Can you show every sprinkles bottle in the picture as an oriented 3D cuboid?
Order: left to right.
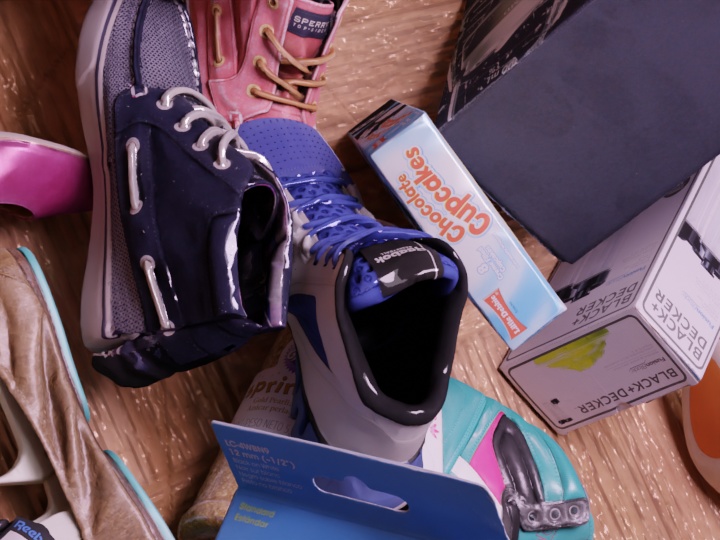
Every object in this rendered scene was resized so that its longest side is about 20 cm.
[{"bbox_3d":[-0.022,0.065,0.789,0.068,0.068,0.201,41,50,-19],"label":"sprinkles bottle"}]

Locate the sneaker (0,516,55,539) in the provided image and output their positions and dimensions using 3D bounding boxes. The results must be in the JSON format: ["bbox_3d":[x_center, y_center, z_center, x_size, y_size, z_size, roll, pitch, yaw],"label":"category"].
[{"bbox_3d":[-0.156,0.125,0.566,0.073,0.201,0.112,28,63,16],"label":"sneaker"}]

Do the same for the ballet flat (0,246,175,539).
[{"bbox_3d":[-0.139,0.087,0.690,0.072,0.068,0.201,-26,88,-24],"label":"ballet flat"}]

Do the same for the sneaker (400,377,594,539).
[{"bbox_3d":[0.064,0.153,0.816,0.120,0.084,0.201,16,59,-24],"label":"sneaker"}]

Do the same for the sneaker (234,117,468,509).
[{"bbox_3d":[0.000,0.001,0.724,0.080,0.115,0.201,-6,61,-26],"label":"sneaker"}]

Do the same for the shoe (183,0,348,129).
[{"bbox_3d":[-0.047,-0.106,0.830,0.071,0.091,0.202,1,70,-40],"label":"shoe"}]

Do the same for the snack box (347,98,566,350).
[{"bbox_3d":[0.045,-0.031,0.824,0.116,0.037,0.200,53,2,-8],"label":"snack box"}]

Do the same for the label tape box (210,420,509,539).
[{"bbox_3d":[0.001,0.169,0.655,0.066,0.142,0.201,-47,134,-41],"label":"label tape box"}]

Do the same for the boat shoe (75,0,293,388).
[{"bbox_3d":[-0.074,-0.052,0.714,0.074,0.092,0.202,17,65,-52],"label":"boat shoe"}]

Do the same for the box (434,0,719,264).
[{"bbox_3d":[0.160,-0.145,0.918,0.124,0.200,0.197,39,33,-18],"label":"box"}]

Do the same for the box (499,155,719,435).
[{"bbox_3d":[0.176,-0.001,0.955,0.060,0.116,0.200,46,49,-13],"label":"box"}]

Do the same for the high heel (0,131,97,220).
[{"bbox_3d":[-0.194,-0.018,0.696,0.199,0.067,0.097,7,88,-49],"label":"high heel"}]

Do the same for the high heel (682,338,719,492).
[{"bbox_3d":[0.271,0.121,0.995,0.095,0.067,0.201,-23,92,-32],"label":"high heel"}]
